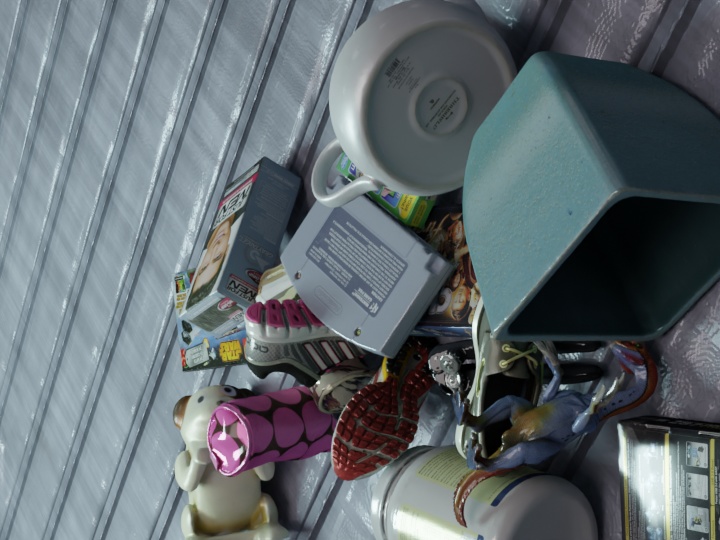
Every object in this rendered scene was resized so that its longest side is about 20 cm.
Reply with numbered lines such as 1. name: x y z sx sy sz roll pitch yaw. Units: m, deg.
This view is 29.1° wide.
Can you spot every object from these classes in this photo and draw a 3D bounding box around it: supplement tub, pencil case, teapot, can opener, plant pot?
1. supplement tub: 0.118 0.254 1.372 0.200 0.144 0.146 12 103 52
2. pencil case: -0.091 0.186 1.597 0.094 0.199 0.091 -45 64 31
3. pencil case: -0.050 0.079 1.624 0.078 0.089 0.200 -42 53 12
4. teapot: 0.046 -0.171 1.348 0.146 0.199 0.198 -141 41 -59
5. can opener: 0.151 0.089 1.374 0.199 0.078 0.064 -13 92 42
6. plant pot: 0.202 -0.076 1.198 0.197 0.195 0.201 -54 45 41

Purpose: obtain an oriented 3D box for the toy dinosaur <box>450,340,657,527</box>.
1. toy dinosaur: 0.176 0.126 1.259 0.201 0.180 0.105 101 158 -46

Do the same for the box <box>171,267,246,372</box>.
1. box: -0.179 0.059 1.829 0.200 0.040 0.138 -11 84 53

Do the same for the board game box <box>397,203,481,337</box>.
1. board game box: 0.097 0.000 1.419 0.200 0.035 0.136 -2 68 53

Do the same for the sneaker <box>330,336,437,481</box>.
1. sneaker: 0.027 0.155 1.469 0.078 0.200 0.082 33 135 7

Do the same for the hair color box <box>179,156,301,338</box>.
1. hair color box: -0.143 -0.028 1.674 0.099 0.060 0.201 -32 35 50

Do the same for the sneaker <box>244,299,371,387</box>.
1. sneaker: -0.042 0.082 1.521 0.074 0.199 0.088 53 134 48

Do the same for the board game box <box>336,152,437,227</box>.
1. board game box: 0.059 -0.165 1.465 0.135 0.029 0.201 41 113 43

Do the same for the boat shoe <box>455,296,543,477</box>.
1. boat shoe: 0.140 0.093 1.299 0.060 0.072 0.203 -144 62 -65

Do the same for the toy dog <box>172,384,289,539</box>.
1. toy dog: -0.170 0.247 1.786 0.194 0.139 0.201 130 132 -89

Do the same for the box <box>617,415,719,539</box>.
1. box: 0.299 0.234 1.210 0.161 0.049 0.201 -1 92 52

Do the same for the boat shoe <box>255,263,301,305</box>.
1. boat shoe: -0.034 -0.007 1.558 0.199 0.075 0.069 -27 54 16

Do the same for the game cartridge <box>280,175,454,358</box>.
1. game cartridge: 0.000 0.000 1.455 0.133 0.041 0.200 -53 47 6
